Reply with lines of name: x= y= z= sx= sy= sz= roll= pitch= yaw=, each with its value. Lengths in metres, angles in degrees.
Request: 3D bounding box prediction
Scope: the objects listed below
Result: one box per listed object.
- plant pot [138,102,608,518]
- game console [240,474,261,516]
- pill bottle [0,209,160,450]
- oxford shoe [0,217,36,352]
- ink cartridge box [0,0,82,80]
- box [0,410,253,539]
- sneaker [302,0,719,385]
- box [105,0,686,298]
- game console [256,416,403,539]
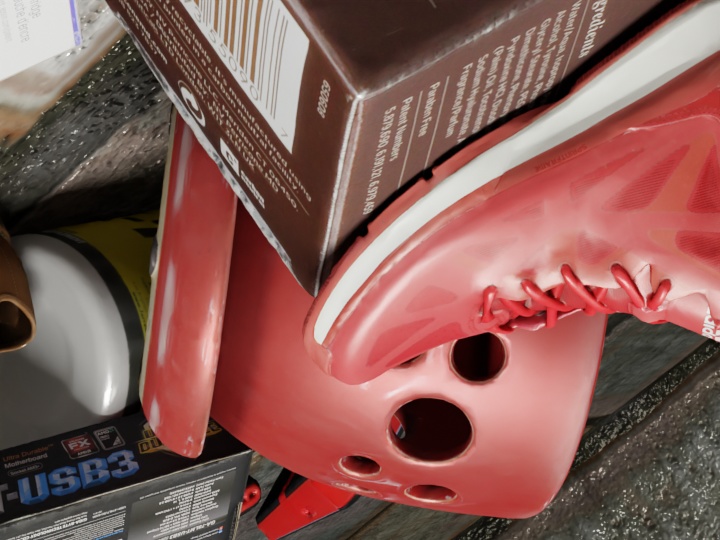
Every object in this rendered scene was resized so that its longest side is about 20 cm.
plant pot: x=0.000 y=0.000 z=0.793 sx=0.181 sy=0.202 sz=0.201 roll=7 pitch=156 yaw=-5
game console: x=-0.166 y=0.148 z=1.011 sx=0.176 sy=0.031 sz=0.200 roll=-28 pitch=-169 yaw=-24
pill bottle: x=-0.100 y=0.025 z=0.932 sx=0.114 sy=0.115 sz=0.200 roll=-46 pitch=162 yaw=33
oxford shoe: x=-0.198 y=0.006 z=0.754 sx=0.071 sy=0.071 sz=0.200 roll=-40 pitch=163 yaw=20
ink cartridge box: x=-0.185 y=-0.086 z=0.557 sx=0.199 sy=0.044 sz=0.198 roll=-29 pitch=163 yaw=-16
box: x=-0.157 y=0.165 z=0.856 sx=0.199 sy=0.050 sz=0.199 roll=-15 pitch=137 yaw=-30
sneaker: x=0.082 y=0.003 z=0.624 sx=0.200 sy=0.116 sz=0.078 roll=-38 pitch=164 yaw=11
box: x=0.026 y=-0.128 z=0.653 sx=0.199 sy=0.166 sz=0.164 roll=-30 pitch=163 yaw=-17
game console: x=0.015 y=0.049 z=0.985 sx=0.201 sy=0.031 sz=0.177 roll=-60 pitch=-177 yaw=-22
